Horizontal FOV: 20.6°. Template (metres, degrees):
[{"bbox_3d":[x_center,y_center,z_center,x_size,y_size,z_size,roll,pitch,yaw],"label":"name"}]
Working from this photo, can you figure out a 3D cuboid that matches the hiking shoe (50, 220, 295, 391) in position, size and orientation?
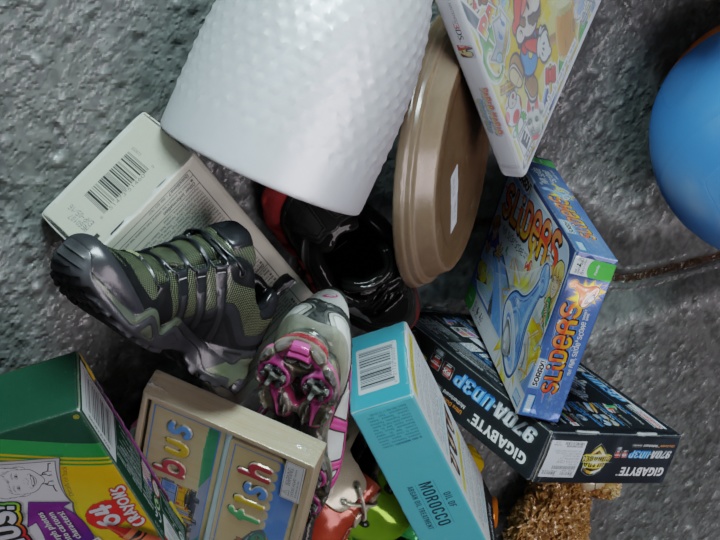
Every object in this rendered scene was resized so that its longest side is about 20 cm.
[{"bbox_3d":[-0.121,0.002,1.284,0.101,0.076,0.200,-59,146,-3],"label":"hiking shoe"}]

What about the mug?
[{"bbox_3d":[-0.022,-0.145,1.327,0.176,0.147,0.200,-65,162,8],"label":"mug"}]

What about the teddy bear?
[{"bbox_3d":[0.181,0.223,1.792,0.145,0.067,0.201,8,112,-46],"label":"teddy bear"}]

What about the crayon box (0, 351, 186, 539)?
[{"bbox_3d":[-0.231,0.160,1.346,0.172,0.058,0.201,-18,134,7],"label":"crayon box"}]

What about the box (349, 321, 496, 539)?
[{"bbox_3d":[0.048,0.139,1.478,0.049,0.083,0.201,-18,128,11],"label":"box"}]

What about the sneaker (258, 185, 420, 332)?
[{"bbox_3d":[0.000,0.000,1.460,0.071,0.098,0.201,-41,137,-4],"label":"sneaker"}]

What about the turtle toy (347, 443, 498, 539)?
[{"bbox_3d":[0.037,0.200,1.626,0.146,0.101,0.200,-54,138,2],"label":"turtle toy"}]

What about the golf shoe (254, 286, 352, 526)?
[{"bbox_3d":[-0.038,0.103,1.409,0.092,0.072,0.201,-60,169,-48],"label":"golf shoe"}]

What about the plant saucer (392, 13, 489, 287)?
[{"bbox_3d":[0.062,-0.085,1.426,0.200,0.029,0.201,10,90,-76],"label":"plant saucer"}]

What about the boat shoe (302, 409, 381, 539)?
[{"bbox_3d":[-0.012,0.155,1.511,0.071,0.062,0.201,59,40,-53],"label":"boat shoe"}]

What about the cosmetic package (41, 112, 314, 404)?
[{"bbox_3d":[-0.118,-0.003,1.376,0.104,0.073,0.200,-45,137,-7],"label":"cosmetic package"}]

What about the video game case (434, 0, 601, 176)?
[{"bbox_3d":[0.119,-0.201,1.417,0.201,0.023,0.182,-64,146,-32],"label":"video game case"}]

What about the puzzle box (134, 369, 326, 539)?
[{"bbox_3d":[-0.104,0.167,1.415,0.025,0.132,0.201,-59,168,-44],"label":"puzzle box"}]

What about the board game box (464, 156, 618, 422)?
[{"bbox_3d":[0.134,0.009,1.515,0.034,0.200,0.136,13,110,-15],"label":"board game box"}]

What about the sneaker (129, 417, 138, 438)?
[{"bbox_3d":[-0.101,0.161,1.490,0.081,0.088,0.200,-46,137,-6],"label":"sneaker"}]

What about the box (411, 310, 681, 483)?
[{"bbox_3d":[0.131,0.098,1.566,0.158,0.200,0.046,6,113,-44],"label":"box"}]

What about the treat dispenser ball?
[{"bbox_3d":[0.334,-0.107,1.605,0.200,0.201,0.202,-22,130,-29],"label":"treat dispenser ball"}]
